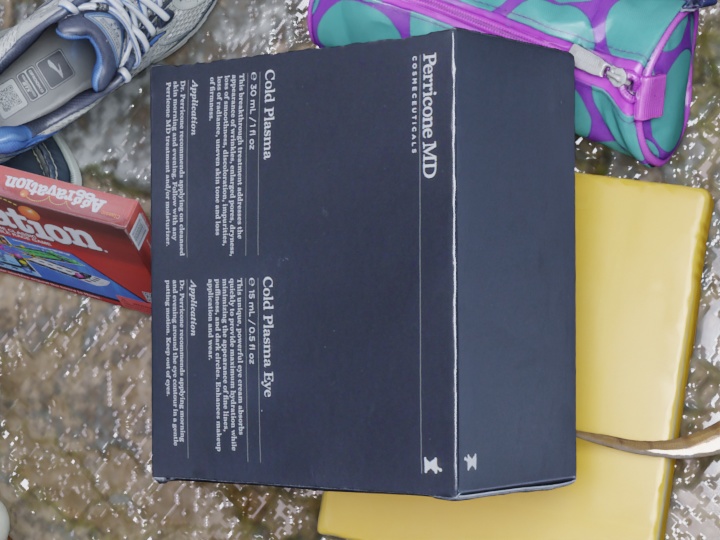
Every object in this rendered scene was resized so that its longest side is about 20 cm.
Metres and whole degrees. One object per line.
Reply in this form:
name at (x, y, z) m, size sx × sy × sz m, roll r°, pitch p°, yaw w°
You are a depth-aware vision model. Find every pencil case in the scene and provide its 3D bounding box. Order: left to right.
pencil case at (0.071, -0.122, 0.900) m, size 0.198 × 0.092 × 0.086 m, roll 21°, pitch 102°, yaw 20°

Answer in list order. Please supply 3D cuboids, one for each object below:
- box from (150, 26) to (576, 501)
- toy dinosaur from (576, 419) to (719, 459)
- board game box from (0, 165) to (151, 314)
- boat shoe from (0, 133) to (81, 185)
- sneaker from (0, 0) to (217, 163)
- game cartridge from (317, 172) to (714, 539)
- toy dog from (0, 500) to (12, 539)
box at (0.000, 0.000, 0.846) m, size 0.181 × 0.104 × 0.203 m, roll -1°, pitch 89°, yaw 39°
toy dinosaur at (0.211, 0.057, 0.860) m, size 0.200 × 0.060 × 0.106 m, roll -41°, pitch 59°, yaw -3°
board game box at (-0.194, -0.027, 0.968) m, size 0.198 × 0.103 × 0.020 m, roll 15°, pitch 64°, yaw 19°
boat shoe at (-0.240, -0.093, 1.010) m, size 0.200 × 0.062 × 0.075 m, roll 41°, pitch 91°, yaw 16°
sneaker at (-0.133, -0.123, 0.943) m, size 0.200 × 0.085 × 0.077 m, roll -44°, pitch 110°, yaw -10°
game cartridge at (0.078, 0.049, 0.913) m, size 0.174 × 0.032 × 0.202 m, roll 8°, pitch 84°, yaw 18°
toy dog at (-0.267, 0.118, 0.958) m, size 0.200 × 0.139 × 0.195 m, roll 42°, pitch 109°, yaw 18°
